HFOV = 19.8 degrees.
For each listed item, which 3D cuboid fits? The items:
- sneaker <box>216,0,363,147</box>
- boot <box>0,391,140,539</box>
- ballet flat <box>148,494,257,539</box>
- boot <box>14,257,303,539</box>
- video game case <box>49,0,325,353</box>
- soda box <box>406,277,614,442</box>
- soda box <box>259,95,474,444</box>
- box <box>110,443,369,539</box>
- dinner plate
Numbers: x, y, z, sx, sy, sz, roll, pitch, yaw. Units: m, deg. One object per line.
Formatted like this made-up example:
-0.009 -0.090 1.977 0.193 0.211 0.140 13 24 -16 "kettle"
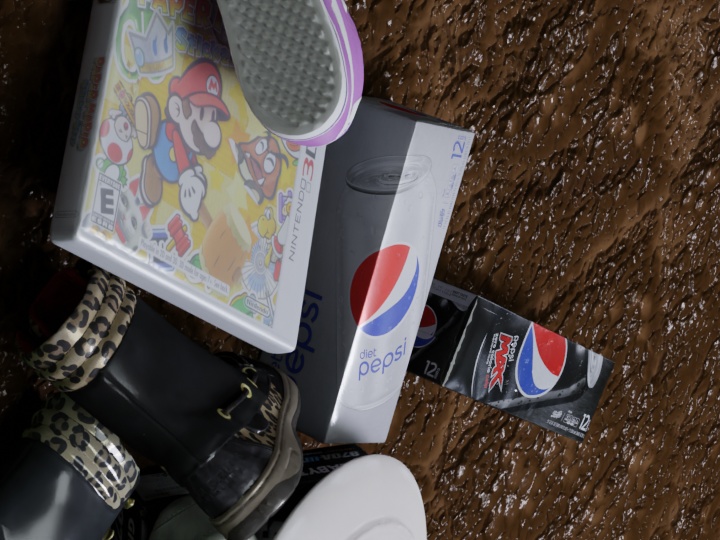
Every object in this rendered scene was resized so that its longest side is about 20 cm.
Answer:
-0.043 -0.163 1.083 0.114 0.072 0.202 2 80 -79 "sneaker"
-0.166 0.176 1.111 0.154 0.073 0.204 -53 145 -26 "boot"
-0.105 0.224 1.138 0.067 0.064 0.201 4 106 -47 "ballet flat"
-0.107 0.054 1.095 0.150 0.200 0.073 42 99 -16 "boot"
-0.080 -0.071 1.085 0.200 0.023 0.183 31 63 -54 "video game case"
0.091 0.059 1.381 0.200 0.070 0.064 24 87 -54 "soda box"
0.000 0.000 1.237 0.063 0.068 0.201 5 104 -53 "soda box"
-0.072 0.209 1.227 0.158 0.046 0.201 -5 113 -28 "box"
-0.011 0.205 1.192 0.200 0.024 0.201 -35 135 -45 "dinner plate"
